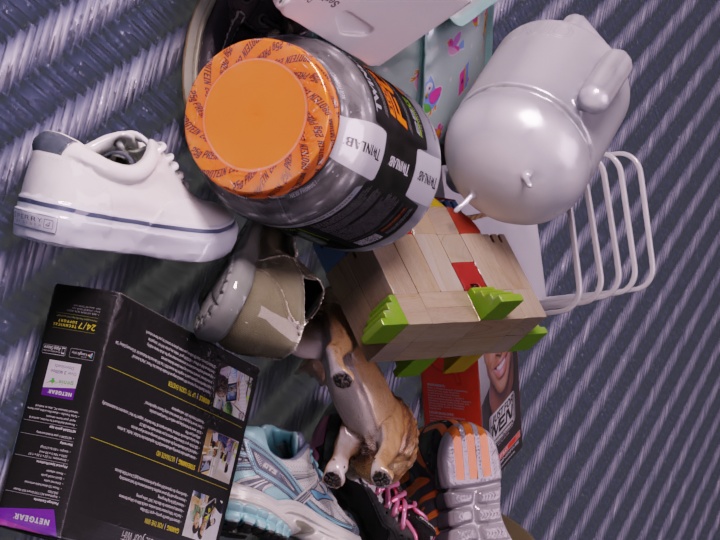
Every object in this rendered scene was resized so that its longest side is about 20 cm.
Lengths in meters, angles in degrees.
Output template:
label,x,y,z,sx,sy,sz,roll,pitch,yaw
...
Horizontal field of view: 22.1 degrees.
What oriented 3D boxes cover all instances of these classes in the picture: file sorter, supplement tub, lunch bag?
label,x,y,z,sx,sy,sz,roll,pitch,yaw
file sorter,0.161,-0.032,1.595,0.200,0.124,0.139,-11,93,-62
supplement tub,-0.030,-0.082,1.198,0.200,0.122,0.123,18,78,-70
lunch bag,0.036,-0.195,1.386,0.170,0.122,0.201,-44,146,-59

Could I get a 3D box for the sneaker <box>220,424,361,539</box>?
label,x,y,z,sx,sy,sz,roll,pitch,yaw
sneaker,-0.049,0.160,1.352,0.200,0.077,0.087,34,60,-63

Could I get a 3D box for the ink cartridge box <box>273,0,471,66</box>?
label,x,y,z,sx,sy,sz,roll,pitch,yaw
ink cartridge box,-0.026,-0.248,1.180,0.145,0.084,0.200,19,42,-61

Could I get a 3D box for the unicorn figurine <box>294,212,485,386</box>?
label,x,y,z,sx,sy,sz,roll,pitch,yaw
unicorn figurine,0.000,0.000,1.444,0.200,0.074,0.137,-59,148,-8

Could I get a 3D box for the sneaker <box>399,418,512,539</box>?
label,x,y,z,sx,sy,sz,roll,pitch,yaw
sneaker,0.075,0.227,1.571,0.077,0.112,0.201,2,85,-28

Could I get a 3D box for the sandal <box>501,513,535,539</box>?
label,x,y,z,sx,sy,sz,roll,pitch,yaw
sandal,0.085,0.263,1.712,0.070,0.078,0.212,-56,151,12

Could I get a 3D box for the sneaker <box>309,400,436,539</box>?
label,x,y,z,sx,sy,sz,roll,pitch,yaw
sneaker,0.016,0.188,1.479,0.079,0.095,0.200,-51,139,-47

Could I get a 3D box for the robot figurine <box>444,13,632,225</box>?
label,x,y,z,sx,sy,sz,roll,pitch,yaw
robot figurine,0.133,-0.112,1.393,0.113,0.169,0.200,44,45,-12

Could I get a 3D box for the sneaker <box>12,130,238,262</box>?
label,x,y,z,sx,sy,sz,roll,pitch,yaw
sneaker,-0.131,-0.047,1.120,0.200,0.073,0.071,3,102,-65

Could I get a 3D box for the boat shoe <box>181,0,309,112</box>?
label,x,y,z,sx,sy,sz,roll,pitch,yaw
boat shoe,-0.064,-0.179,1.257,0.072,0.065,0.200,65,39,-52

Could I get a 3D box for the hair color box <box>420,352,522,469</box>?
label,x,y,z,sx,sy,sz,roll,pitch,yaw
hair color box,0.101,0.090,1.688,0.101,0.061,0.201,-41,130,-57

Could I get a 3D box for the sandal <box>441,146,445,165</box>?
label,x,y,z,sx,sy,sz,roll,pitch,yaw
sandal,0.051,-0.031,1.572,0.075,0.045,0.200,70,34,-41

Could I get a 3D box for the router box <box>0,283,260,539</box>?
label,x,y,z,sx,sy,sz,roll,pitch,yaw
router box,-0.140,0.106,1.160,0.200,0.051,0.150,37,63,-62

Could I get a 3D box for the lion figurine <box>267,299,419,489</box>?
label,x,y,z,sx,sy,sz,roll,pitch,yaw
lion figurine,-0.007,0.084,1.349,0.123,0.072,0.201,-66,144,-60

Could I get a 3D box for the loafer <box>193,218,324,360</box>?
label,x,y,z,sx,sy,sz,roll,pitch,yaw
loafer,-0.065,0.018,1.221,0.075,0.070,0.200,-56,-173,16

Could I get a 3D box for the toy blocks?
label,x,y,z,sx,sy,sz,roll,pitch,yaw
toy blocks,0.044,-0.006,1.361,0.200,0.100,0.137,-2,57,-45
